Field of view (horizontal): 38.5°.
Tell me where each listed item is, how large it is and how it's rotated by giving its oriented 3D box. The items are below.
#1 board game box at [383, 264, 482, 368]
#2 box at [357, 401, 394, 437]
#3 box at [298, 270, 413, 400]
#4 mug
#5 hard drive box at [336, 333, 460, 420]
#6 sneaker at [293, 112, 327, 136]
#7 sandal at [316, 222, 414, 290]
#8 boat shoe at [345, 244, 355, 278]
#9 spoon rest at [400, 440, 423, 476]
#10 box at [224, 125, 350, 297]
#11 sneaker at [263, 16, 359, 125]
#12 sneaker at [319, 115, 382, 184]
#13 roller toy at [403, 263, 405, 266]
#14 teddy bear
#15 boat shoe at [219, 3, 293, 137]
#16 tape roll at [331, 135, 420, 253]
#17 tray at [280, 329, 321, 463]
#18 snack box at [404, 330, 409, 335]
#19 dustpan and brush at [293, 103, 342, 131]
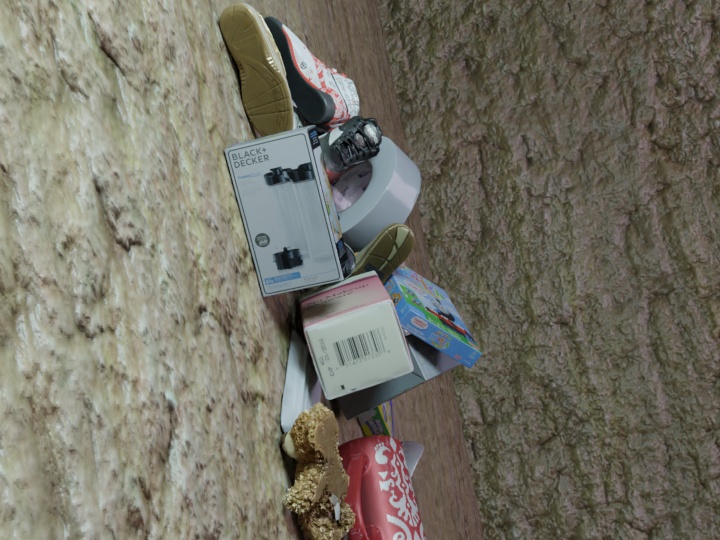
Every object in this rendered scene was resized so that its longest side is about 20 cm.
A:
[{"bbox_3d":[0.098,0.058,1.627,0.151,0.037,0.200,31,16,-26],"label":"board game box"},{"bbox_3d":[0.014,0.211,1.814,0.118,0.048,0.200,-93,165,-45],"label":"box"},{"bbox_3d":[-0.011,0.086,1.454,0.200,0.127,0.109,-118,-170,-77],"label":"box"},{"bbox_3d":[0.028,0.336,1.452,0.178,0.133,0.201,102,-19,-55],"label":"mug"},{"bbox_3d":[0.064,0.158,1.665,0.077,0.155,0.200,63,25,7],"label":"hard drive box"},{"bbox_3d":[-0.082,-0.206,1.623,0.200,0.082,0.078,26,67,-76],"label":"sneaker"},{"bbox_3d":[0.000,0.000,1.591,0.080,0.200,0.054,41,6,-33],"label":"sandal"},{"bbox_3d":[-0.058,-0.028,1.462,0.200,0.062,0.075,28,68,-54],"label":"boat shoe"},{"bbox_3d":[0.059,0.351,1.798,0.061,0.099,0.200,56,18,3],"label":"spoon rest"},{"bbox_3d":[-0.094,-0.077,1.339,0.060,0.116,0.201,-54,133,-74],"label":"box"},{"bbox_3d":[-0.080,-0.310,1.621,0.108,0.067,0.202,-10,62,-54],"label":"sneaker"},{"bbox_3d":[-0.023,-0.183,1.537,0.071,0.098,0.200,61,27,-10],"label":"sneaker"},{"bbox_3d":[0.011,-0.014,1.792,0.183,0.139,0.201,60,21,-60],"label":"roller toy"},{"bbox_3d":[-0.057,0.268,1.290,0.145,0.066,0.201,-59,141,-49],"label":"teddy bear"},{"bbox_3d":[-0.137,-0.284,1.463,0.069,0.073,0.201,-66,142,-65],"label":"boat shoe"},{"bbox_3d":[0.000,-0.117,1.657,0.066,0.200,0.201,38,32,-34],"label":"tape roll"},{"bbox_3d":[-0.076,0.178,1.399,0.200,0.022,0.108,-88,164,-56],"label":"tray"},{"bbox_3d":[0.044,0.085,1.947,0.037,0.116,0.201,-23,102,-45],"label":"snack box"},{"bbox_3d":[-0.086,-0.264,1.721,0.057,0.139,0.200,-66,-159,-6],"label":"dustpan and brush"}]
